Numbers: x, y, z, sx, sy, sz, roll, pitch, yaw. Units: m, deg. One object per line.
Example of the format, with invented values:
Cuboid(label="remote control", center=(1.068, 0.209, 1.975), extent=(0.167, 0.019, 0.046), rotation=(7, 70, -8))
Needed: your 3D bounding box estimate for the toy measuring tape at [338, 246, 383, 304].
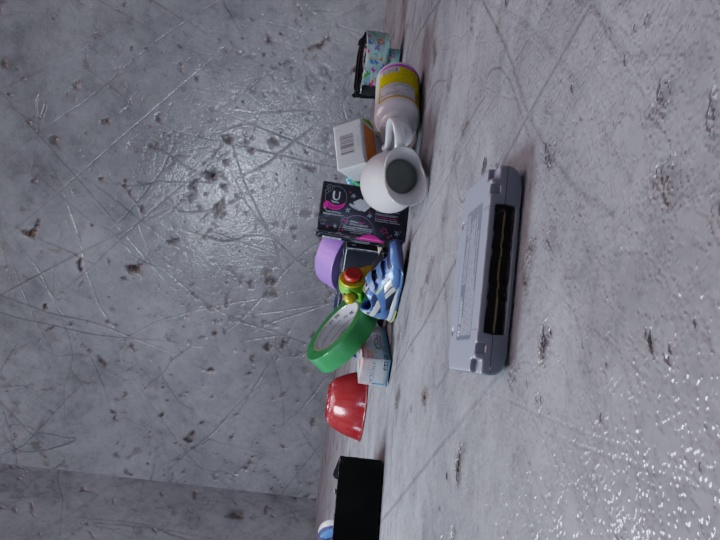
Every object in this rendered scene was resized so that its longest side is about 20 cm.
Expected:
Cuboid(label="toy measuring tape", center=(-0.004, 0.004, 1.603), extent=(0.201, 0.072, 0.074), rotation=(-65, -10, -45))

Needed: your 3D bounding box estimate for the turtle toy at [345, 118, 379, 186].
Cuboid(label="turtle toy", center=(0.010, -0.289, 1.743), extent=(0.146, 0.099, 0.203), rotation=(106, 173, -61))

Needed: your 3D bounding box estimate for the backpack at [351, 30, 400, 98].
Cuboid(label="backpack", center=(0.050, -0.653, 2.210), extent=(0.178, 0.147, 0.205), rotation=(-122, 32, -80))

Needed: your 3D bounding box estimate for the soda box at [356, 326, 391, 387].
Cuboid(label="soda box", center=(0.027, 0.190, 1.587), extent=(0.200, 0.067, 0.065), rotation=(-94, 13, -73))

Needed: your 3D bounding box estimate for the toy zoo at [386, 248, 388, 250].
Cuboid(label="toy zoo", center=(0.059, -0.024, 1.862), extent=(0.201, 0.020, 0.133), rotation=(-89, 8, -55))

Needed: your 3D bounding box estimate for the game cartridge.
Cuboid(label="game cartridge", center=(0.127, 0.005, 0.730), extent=(0.133, 0.040, 0.204), rotation=(147, 130, -80))

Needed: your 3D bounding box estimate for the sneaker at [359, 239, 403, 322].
Cuboid(label="sneaker", center=(0.049, 0.024, 1.491), extent=(0.074, 0.081, 0.203), rotation=(-85, 5, -58))

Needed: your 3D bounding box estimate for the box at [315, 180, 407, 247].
Cuboid(label="box", center=(0.002, -0.125, 1.589), extent=(0.132, 0.196, 0.117), rotation=(145, 135, -84))

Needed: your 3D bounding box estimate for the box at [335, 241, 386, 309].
Cuboid(label="box", center=(0.000, 0.000, 1.780), extent=(0.149, 0.102, 0.203), rotation=(-89, 8, -59))

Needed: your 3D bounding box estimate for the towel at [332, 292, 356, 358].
Cuboid(label="towel", center=(-0.012, 0.152, 1.804), extent=(0.024, 0.143, 0.202), rotation=(-48, 22, 29))

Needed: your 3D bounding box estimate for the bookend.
Cuboid(label="bookend", center=(-0.017, 0.513, 1.466), extent=(0.201, 0.090, 0.202), rotation=(104, 172, -65))

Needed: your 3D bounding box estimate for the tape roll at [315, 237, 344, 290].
Cuboid(label="tape roll", center=(-0.035, -0.045, 1.917), extent=(0.199, 0.065, 0.203), rotation=(-35, -40, -35))

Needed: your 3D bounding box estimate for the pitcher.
Cuboid(label="pitcher", center=(0.063, -0.204, 1.374), extent=(0.200, 0.119, 0.175), rotation=(-179, 83, -80))

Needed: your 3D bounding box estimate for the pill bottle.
Cuboid(label="pill bottle", center=(0.082, -0.365, 1.551), extent=(0.105, 0.102, 0.203), rotation=(102, 174, -50))

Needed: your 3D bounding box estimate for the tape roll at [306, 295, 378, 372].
Cuboid(label="tape roll", center=(-0.041, 0.143, 1.616), extent=(0.200, 0.048, 0.201), rotation=(-41, 18, 16))

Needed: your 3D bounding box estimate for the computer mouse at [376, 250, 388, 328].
Cuboid(label="computer mouse", center=(0.052, 0.054, 1.663), extent=(0.110, 0.043, 0.203), rotation=(-92, 10, -61))

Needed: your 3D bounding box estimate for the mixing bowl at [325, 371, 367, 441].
Cuboid(label="mixing bowl", center=(-0.044, 0.382, 2.001), extent=(0.200, 0.106, 0.205), rotation=(-173, 90, -85))

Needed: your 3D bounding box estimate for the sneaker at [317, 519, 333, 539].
Cuboid(label="sneaker", center=(-0.092, 0.866, 2.098), extent=(0.148, 0.079, 0.203), rotation=(-100, 19, -50))

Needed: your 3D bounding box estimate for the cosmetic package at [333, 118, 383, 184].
Cuboid(label="cosmetic package", center=(0.017, -0.248, 1.543), extent=(0.199, 0.070, 0.104), rotation=(19, -118, -64))
